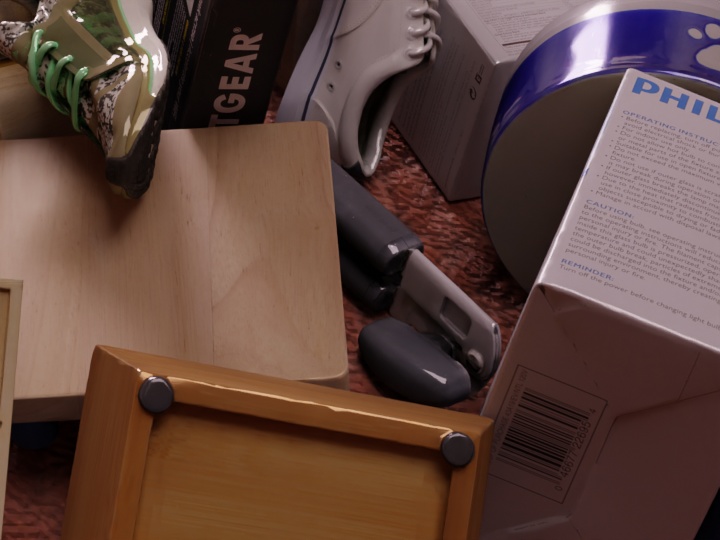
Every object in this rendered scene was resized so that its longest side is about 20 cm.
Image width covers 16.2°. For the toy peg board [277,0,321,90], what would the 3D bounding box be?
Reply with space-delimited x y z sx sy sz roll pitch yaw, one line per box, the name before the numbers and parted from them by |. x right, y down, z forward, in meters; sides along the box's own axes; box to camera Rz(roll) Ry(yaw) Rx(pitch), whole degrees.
toy peg board | -0.053 -0.253 1.540 0.098 0.200 0.200 -26 55 -24

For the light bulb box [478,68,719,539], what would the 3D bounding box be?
light bulb box | 0.142 0.040 1.306 0.124 0.199 0.200 23 39 4

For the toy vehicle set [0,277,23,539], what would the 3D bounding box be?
toy vehicle set | -0.223 0.098 1.140 0.124 0.027 0.201 6 84 -15

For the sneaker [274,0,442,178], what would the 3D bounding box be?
sneaker | 0.018 -0.149 1.481 0.071 0.201 0.073 29 22 20

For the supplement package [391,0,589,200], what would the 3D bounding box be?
supplement package | 0.067 -0.155 1.567 0.113 0.110 0.200 -9 47 -29

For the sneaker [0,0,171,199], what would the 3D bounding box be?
sneaker | -0.151 -0.105 1.341 0.088 0.077 0.200 1 36 -13

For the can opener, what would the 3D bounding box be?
can opener | 0.000 0.000 1.412 0.067 0.054 0.200 -22 53 -39

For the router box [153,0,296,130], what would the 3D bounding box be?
router box | -0.084 -0.155 1.410 0.051 0.200 0.150 -2 57 -15

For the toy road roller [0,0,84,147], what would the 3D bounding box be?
toy road roller | -0.227 -0.141 1.460 0.122 0.146 0.201 -17 88 -35

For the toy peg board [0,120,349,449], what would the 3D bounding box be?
toy peg board | -0.109 0.027 1.330 0.198 0.098 0.201 -4 42 -1

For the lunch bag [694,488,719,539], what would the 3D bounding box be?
lunch bag | 0.264 0.105 1.329 0.135 0.133 0.200 26 40 10

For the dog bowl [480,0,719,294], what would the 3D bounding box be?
dog bowl | 0.169 -0.054 1.421 0.199 0.201 0.079 19 42 1

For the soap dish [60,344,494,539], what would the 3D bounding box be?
soap dish | -0.038 0.127 1.182 0.199 0.081 0.158 11 79 -10
